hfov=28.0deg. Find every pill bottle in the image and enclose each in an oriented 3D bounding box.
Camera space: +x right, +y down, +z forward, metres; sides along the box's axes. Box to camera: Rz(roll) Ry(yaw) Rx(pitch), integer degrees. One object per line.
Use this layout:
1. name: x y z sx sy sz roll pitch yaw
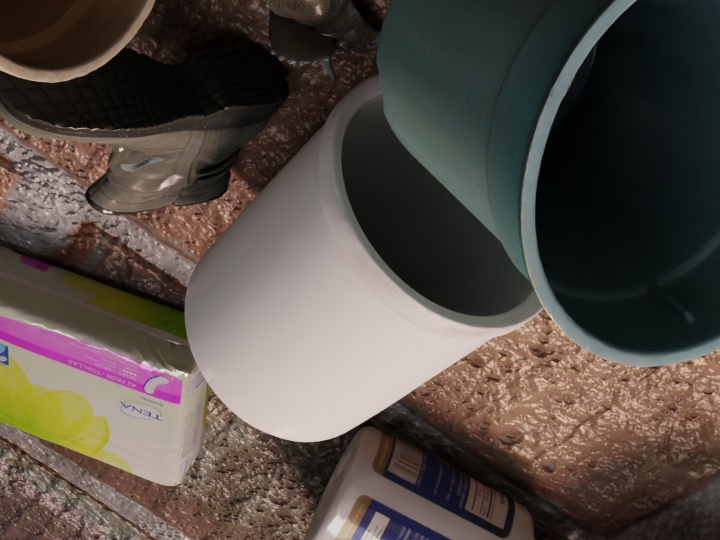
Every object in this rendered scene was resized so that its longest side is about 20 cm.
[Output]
1. pill bottle: 0.065 0.214 1.127 0.199 0.111 0.111 28 137 -3

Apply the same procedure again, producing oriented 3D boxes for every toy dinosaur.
1. toy dinosaur: -0.047 -0.188 0.812 0.102 0.077 0.200 -21 121 37

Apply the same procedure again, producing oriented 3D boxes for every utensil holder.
1. utensil holder: 0.000 0.000 0.909 0.170 0.171 0.200 37 137 -13

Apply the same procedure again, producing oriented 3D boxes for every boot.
1. boot: -0.146 -0.076 0.904 0.131 0.199 0.068 -51 56 43

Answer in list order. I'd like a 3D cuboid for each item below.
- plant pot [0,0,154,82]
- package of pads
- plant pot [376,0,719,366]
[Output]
1. plant pot: -0.236 -0.215 0.807 0.182 0.201 0.201 11 136 30
2. package of pads: -0.218 0.081 1.156 0.198 0.068 0.155 20 136 7
3. plant pot: 0.115 -0.085 0.723 0.196 0.200 0.201 41 162 55
